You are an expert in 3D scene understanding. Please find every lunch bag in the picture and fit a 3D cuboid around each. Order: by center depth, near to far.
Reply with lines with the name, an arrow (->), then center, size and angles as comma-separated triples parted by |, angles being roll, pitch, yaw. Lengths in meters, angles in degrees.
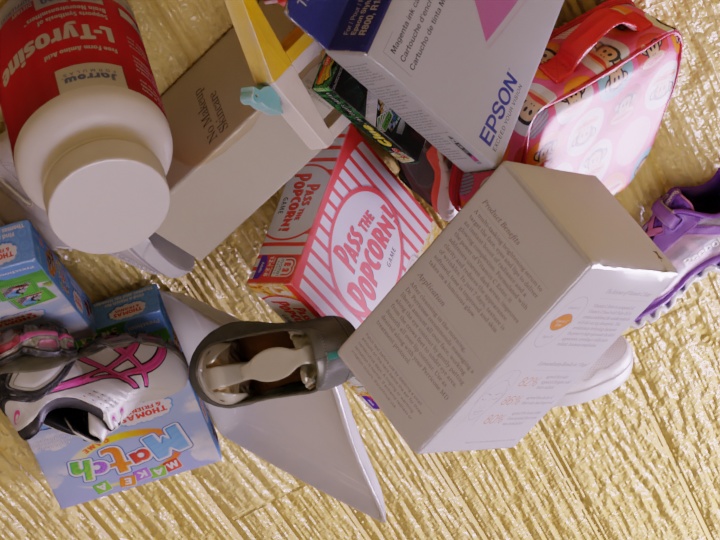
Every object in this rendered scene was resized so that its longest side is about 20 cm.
lunch bag -> 0.164, -0.125, 1.676 | 0.199, 0.082, 0.177 | -30, 146, -37

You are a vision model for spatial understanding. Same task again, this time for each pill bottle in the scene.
pill bottle -> -0.195, -0.109, 1.523 | 0.111, 0.201, 0.113 | -11, 135, -11

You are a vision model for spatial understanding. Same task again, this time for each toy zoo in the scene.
toy zoo -> -0.021, -0.179, 1.530 | 0.200, 0.020, 0.132 | -48, 120, -35

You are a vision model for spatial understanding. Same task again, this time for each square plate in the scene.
square plate -> -0.068, 0.108, 1.809 | 0.028, 0.197, 0.201 | -46, 141, -25

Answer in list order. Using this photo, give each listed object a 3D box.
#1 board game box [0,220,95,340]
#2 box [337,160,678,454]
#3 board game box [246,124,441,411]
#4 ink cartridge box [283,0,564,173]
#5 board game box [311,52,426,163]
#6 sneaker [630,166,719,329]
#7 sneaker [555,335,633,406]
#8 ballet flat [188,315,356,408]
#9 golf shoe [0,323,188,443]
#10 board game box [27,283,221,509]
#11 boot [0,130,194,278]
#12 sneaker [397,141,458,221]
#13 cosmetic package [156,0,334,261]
board game box -> -0.299, 0.027, 1.655 | 0.150, 0.037, 0.200 | -15, 162, 2
box -> 0.110, 0.030, 1.603 | 0.200, 0.106, 0.152 | -49, 154, 21
board game box -> 0.000, 0.000, 1.739 | 0.046, 0.152, 0.200 | 0, 148, 36
ink cartridge box -> 0.058, -0.204, 1.532 | 0.043, 0.197, 0.200 | -4, 146, 48
board game box -> 0.036, -0.189, 1.556 | 0.023, 0.201, 0.105 | -3, 149, 47
sneaker -> 0.267, -0.025, 1.868 | 0.199, 0.081, 0.089 | -30, 128, 2
sneaker -> 0.155, 0.059, 1.902 | 0.199, 0.074, 0.116 | -5, 136, -14
ballet flat -> -0.084, 0.072, 1.683 | 0.199, 0.068, 0.064 | -14, -177, 44
golf shoe -> -0.211, 0.097, 1.704 | 0.072, 0.093, 0.199 | -29, 159, 36
board game box -> -0.215, 0.110, 1.834 | 0.150, 0.037, 0.201 | -17, 136, 0
boot -> -0.223, -0.044, 1.679 | 0.095, 0.074, 0.200 | -29, 132, 22
sneaker -> 0.050, -0.118, 1.686 | 0.077, 0.082, 0.201 | -49, 155, -31
cosmetic package -> -0.086, -0.116, 1.627 | 0.200, 0.104, 0.073 | -42, 131, 18
